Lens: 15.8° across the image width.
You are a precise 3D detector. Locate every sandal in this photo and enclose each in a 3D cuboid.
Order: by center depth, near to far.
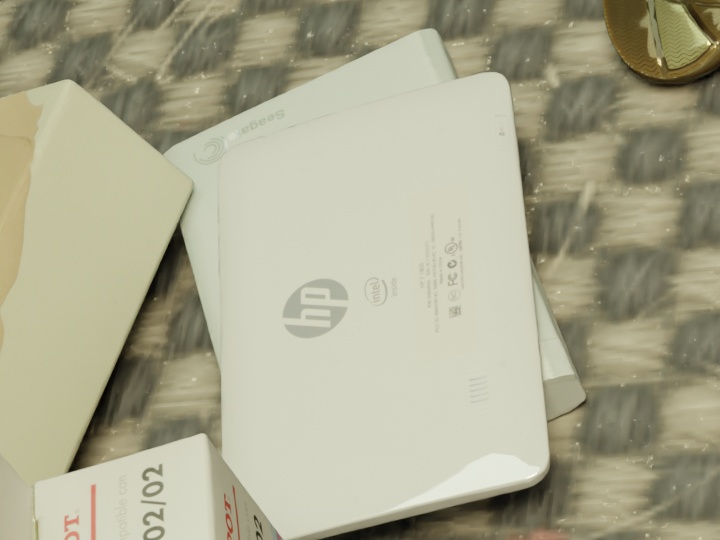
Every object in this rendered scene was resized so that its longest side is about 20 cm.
[{"bbox_3d":[0.144,-0.165,1.094,0.080,0.054,0.200,-5,68,30],"label":"sandal"}]

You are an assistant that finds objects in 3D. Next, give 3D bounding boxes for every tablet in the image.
[{"bbox_3d":[0.004,0.013,1.010,0.130,0.014,0.200,-15,50,15],"label":"tablet"}]

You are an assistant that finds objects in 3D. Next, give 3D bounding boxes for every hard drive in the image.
[{"bbox_3d":[0.000,0.000,1.049,0.132,0.026,0.200,-25,49,7],"label":"hard drive"}]

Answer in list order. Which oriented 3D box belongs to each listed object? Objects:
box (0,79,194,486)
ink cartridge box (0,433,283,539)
[{"bbox_3d":[-0.154,0.029,1.051,0.095,0.078,0.200,-12,47,44],"label":"box"},{"bbox_3d":[-0.055,0.137,0.851,0.068,0.200,0.115,-18,50,13],"label":"ink cartridge box"}]
